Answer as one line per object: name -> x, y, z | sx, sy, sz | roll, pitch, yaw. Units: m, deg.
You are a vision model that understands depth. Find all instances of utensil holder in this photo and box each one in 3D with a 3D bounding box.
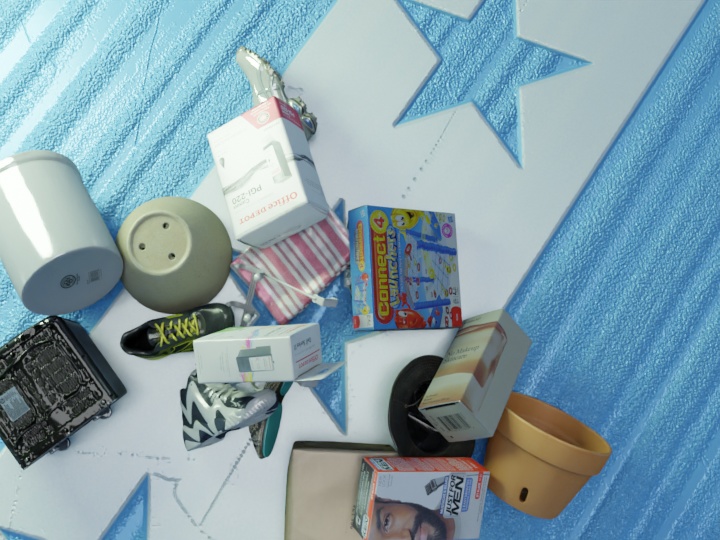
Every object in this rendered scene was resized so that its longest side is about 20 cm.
utensil holder -> -0.483, -0.056, 1.119 | 0.169, 0.170, 0.201 | -32, 66, -8

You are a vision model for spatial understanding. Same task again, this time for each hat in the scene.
hat -> 0.104, 0.247, 1.204 | 0.199, 0.081, 0.203 | 10, 72, -32

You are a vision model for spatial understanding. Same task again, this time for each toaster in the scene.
toaster -> -0.501, 0.183, 1.145 | 0.180, 0.119, 0.201 | -37, 88, -9

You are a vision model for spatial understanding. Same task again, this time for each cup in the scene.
cup -> -0.315, -0.033, 1.175 | 0.198, 0.143, 0.203 | 1, 84, -5

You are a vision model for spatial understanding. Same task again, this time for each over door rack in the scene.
over door rack -> -0.144, 0.084, 1.160 | 0.198, 0.066, 0.150 | 20, 100, 29

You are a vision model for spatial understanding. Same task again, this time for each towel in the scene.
towel -> -0.109, -0.023, 1.217 | 0.200, 0.030, 0.147 | -43, 85, 11

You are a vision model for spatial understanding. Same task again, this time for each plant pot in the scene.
plant pot -> 0.288, 0.307, 1.177 | 0.198, 0.200, 0.141 | 22, 98, -2

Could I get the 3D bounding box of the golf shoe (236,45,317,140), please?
golf shoe -> -0.166, -0.296, 1.256 | 0.097, 0.078, 0.200 | -40, 87, -2

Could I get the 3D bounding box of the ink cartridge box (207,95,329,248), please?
ink cartridge box -> -0.152, -0.157, 1.179 | 0.144, 0.085, 0.202 | -25, 74, 19

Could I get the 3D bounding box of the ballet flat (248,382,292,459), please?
ballet flat -> -0.154, 0.209, 1.209 | 0.074, 0.068, 0.202 | 14, 76, 18

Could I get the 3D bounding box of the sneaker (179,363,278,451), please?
sneaker -> -0.225, 0.198, 1.162 | 0.198, 0.079, 0.131 | -33, 72, 35

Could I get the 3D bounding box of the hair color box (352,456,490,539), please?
hair color box -> 0.094, 0.350, 1.106 | 0.198, 0.064, 0.112 | 6, 96, -23

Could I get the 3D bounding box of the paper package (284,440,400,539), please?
paper package -> -0.028, 0.387, 1.173 | 0.188, 0.103, 0.203 | 3, 84, -5

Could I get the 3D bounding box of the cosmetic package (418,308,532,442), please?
cosmetic package -> 0.188, 0.169, 1.170 | 0.087, 0.103, 0.201 | 47, 50, -16

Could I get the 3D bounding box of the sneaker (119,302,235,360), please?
sneaker -> -0.297, 0.106, 1.163 | 0.198, 0.085, 0.075 | -20, 82, 15

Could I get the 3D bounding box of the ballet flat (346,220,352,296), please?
ballet flat -> 0.000, 0.000, 1.242 | 0.063, 0.067, 0.202 | -22, 83, 20

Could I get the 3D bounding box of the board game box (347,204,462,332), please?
board game box -> 0.077, -0.001, 1.206 | 0.194, 0.056, 0.203 | 1, 82, -36

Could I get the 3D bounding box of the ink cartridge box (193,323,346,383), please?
ink cartridge box -> -0.131, 0.121, 1.068 | 0.198, 0.117, 0.068 | -4, 94, 18
